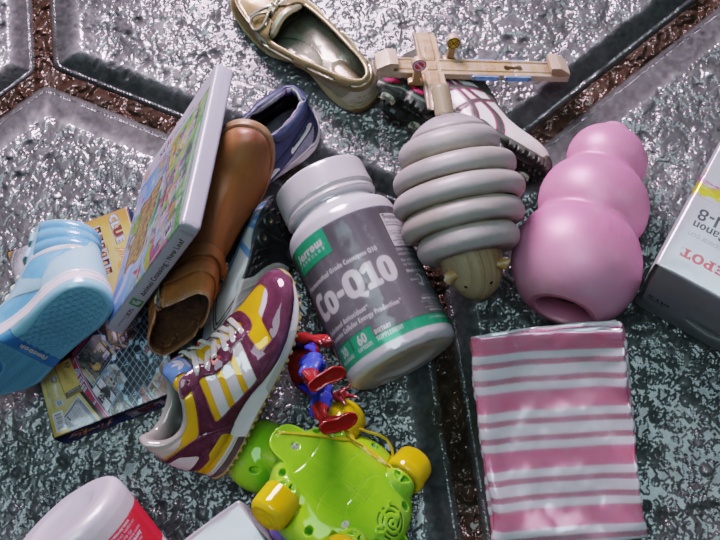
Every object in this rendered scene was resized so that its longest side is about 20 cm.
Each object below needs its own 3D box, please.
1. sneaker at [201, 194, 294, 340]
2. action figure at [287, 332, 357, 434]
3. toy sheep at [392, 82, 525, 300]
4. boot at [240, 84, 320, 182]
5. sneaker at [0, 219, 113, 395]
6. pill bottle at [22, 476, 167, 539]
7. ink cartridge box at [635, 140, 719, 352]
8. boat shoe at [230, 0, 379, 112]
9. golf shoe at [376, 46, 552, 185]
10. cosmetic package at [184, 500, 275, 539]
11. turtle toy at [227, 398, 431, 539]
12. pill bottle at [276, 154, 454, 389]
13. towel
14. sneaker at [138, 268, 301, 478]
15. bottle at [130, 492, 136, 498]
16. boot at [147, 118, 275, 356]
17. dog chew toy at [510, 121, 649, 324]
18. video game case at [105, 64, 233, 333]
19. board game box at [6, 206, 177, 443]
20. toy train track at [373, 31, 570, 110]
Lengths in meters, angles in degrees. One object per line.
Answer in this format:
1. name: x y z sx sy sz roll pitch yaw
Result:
1. sneaker: -0.114 0.014 1.146 0.072 0.072 0.203 -1 62 40
2. action figure: -0.039 0.092 1.055 0.051 0.200 0.066 -22 103 -10
3. toy sheep: 0.089 -0.072 1.071 0.136 0.138 0.203 -15 82 2
4. boot: -0.127 -0.105 1.166 0.200 0.090 0.073 -44 74 -6
5. sneaker: -0.318 0.029 1.130 0.198 0.079 0.132 -31 44 18
6. pill bottle: -0.195 0.286 0.999 0.112 0.112 0.201 -36 104 -5
7. ink cartridge box: 0.364 -0.033 1.060 0.144 0.145 0.202 29 80 13
8. boat shoe: -0.060 -0.245 1.213 0.073 0.063 0.201 -44 74 -7
9. golf shoe: 0.113 -0.161 1.165 0.198 0.077 0.089 31 70 13
10. cosmetic package: -0.071 0.308 1.036 0.074 0.102 0.201 -35 74 -5
11. turtle toy: -0.038 0.199 1.060 0.199 0.102 0.146 34 54 15
12. pill bottle: 0.000 0.000 1.110 0.112 0.113 0.202 -26 72 -1
13. towel: 0.179 0.152 1.059 0.144 0.030 0.204 -6 92 7
14. sneaker: -0.125 0.085 1.043 0.089 0.075 0.203 23 89 -29
15. bottle: -0.249 0.304 1.074 0.082 0.065 0.203 9 75 2
16. boot: -0.138 -0.028 1.076 0.073 0.201 0.156 22 32 -13
17. dog chew toy: 0.217 -0.051 1.100 0.123 0.125 0.202 17 69 11
18. video game case: -0.180 -0.068 1.094 0.022 0.182 0.202 23 48 -21
19. board game box: -0.264 0.053 1.166 0.134 0.035 0.203 -20 72 1
20. toy train track: 0.112 -0.207 1.148 0.196 0.033 0.116 0 50 -10
